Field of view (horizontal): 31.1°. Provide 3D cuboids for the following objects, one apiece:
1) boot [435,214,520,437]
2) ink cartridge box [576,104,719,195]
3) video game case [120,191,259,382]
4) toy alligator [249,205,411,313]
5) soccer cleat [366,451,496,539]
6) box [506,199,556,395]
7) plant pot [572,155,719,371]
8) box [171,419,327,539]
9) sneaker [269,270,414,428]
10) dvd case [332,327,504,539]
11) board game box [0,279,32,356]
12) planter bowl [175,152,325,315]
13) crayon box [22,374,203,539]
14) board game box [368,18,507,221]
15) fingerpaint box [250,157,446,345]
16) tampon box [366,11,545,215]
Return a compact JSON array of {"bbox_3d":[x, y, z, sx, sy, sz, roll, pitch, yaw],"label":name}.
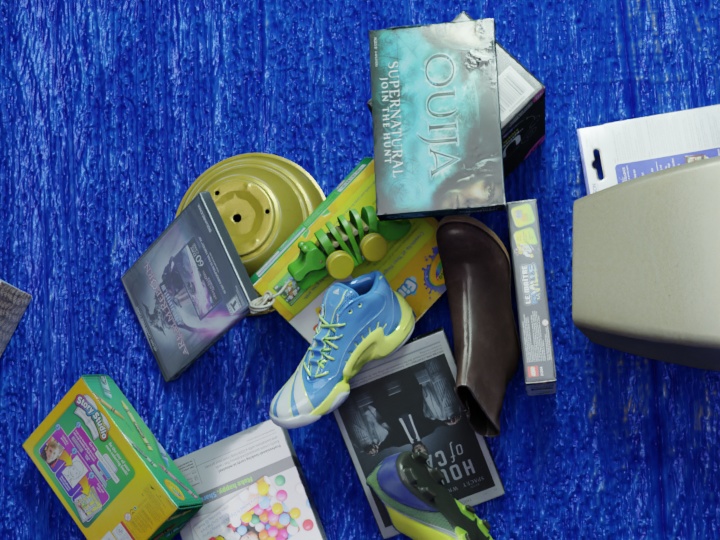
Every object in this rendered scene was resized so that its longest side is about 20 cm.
[{"bbox_3d":[0.124,0.058,1.387,0.072,0.201,0.167,-10,41,23],"label":"boot"},{"bbox_3d":[0.354,-0.132,1.493,0.198,0.037,0.096,-8,78,4],"label":"ink cartridge box"},{"bbox_3d":[-0.200,0.022,1.489,0.200,0.019,0.144,-40,70,41],"label":"video game case"},{"bbox_3d":[-0.039,-0.021,1.389,0.199,0.059,0.055,-27,119,-7],"label":"toy alligator"},{"bbox_3d":[0.084,0.284,1.424,0.083,0.065,0.201,-30,102,37],"label":"soccer cleat"},{"bbox_3d":[0.191,0.033,1.445,0.034,0.110,0.202,-6,78,7],"label":"box"},{"bbox_3d":[0.325,0.000,1.398,0.175,0.200,0.202,-1,78,19],"label":"plant pot"},{"bbox_3d":[-0.126,0.290,1.476,0.155,0.041,0.202,-22,77,4],"label":"box"},{"bbox_3d":[-0.033,0.074,1.377,0.200,0.106,0.075,-41,33,-25],"label":"sneaker"},{"bbox_3d":[0.058,0.182,1.441,0.149,0.025,0.202,-21,98,4],"label":"dvd case"},{"bbox_3d":[-0.529,0.050,1.557,0.199,0.097,0.160,26,83,13],"label":"board game box"},{"bbox_3d":[-0.137,-0.053,1.527,0.198,0.083,0.203,-2,78,8],"label":"planter bowl"},{"bbox_3d":[-0.285,0.232,1.478,0.119,0.058,0.200,-46,69,15],"label":"crayon box"},{"bbox_3d":[0.079,-0.156,1.337,0.134,0.028,0.202,-5,78,9],"label":"board game box"},{"bbox_3d":[0.000,0.000,1.472,0.167,0.073,0.200,44,87,-10],"label":"fingerpaint box"},{"bbox_3d":[0.114,-0.165,1.451,0.150,0.200,0.126,-44,76,-1],"label":"tampon box"}]
